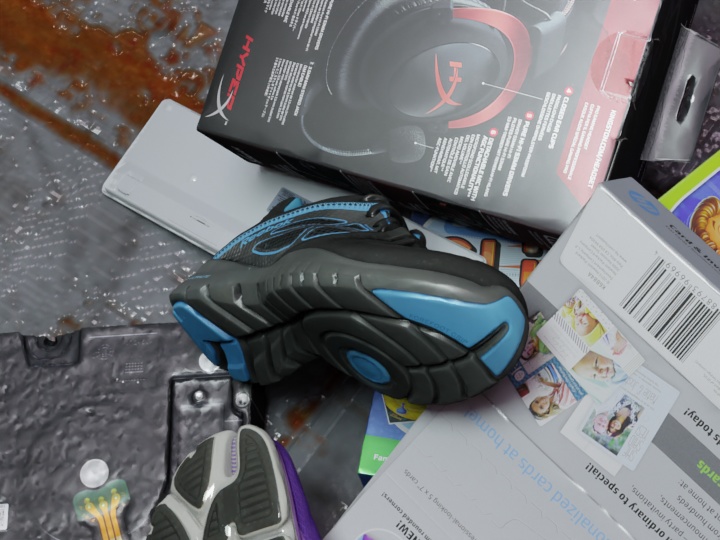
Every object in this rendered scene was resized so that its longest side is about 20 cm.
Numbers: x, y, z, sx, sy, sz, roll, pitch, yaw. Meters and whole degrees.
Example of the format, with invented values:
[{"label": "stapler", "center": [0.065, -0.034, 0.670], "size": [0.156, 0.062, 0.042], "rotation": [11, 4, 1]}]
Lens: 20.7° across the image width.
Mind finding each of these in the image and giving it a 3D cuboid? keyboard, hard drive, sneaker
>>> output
[{"label": "keyboard", "center": [-0.035, -0.021, 0.893], "size": [0.200, 0.011, 0.056], "rotation": [28, 73, 32]}, {"label": "hard drive", "center": [-0.111, 0.121, 0.848], "size": [0.139, 0.038, 0.200], "rotation": [-5, 64, 7]}, {"label": "sneaker", "center": [0.000, 0.000, 0.783], "size": [0.200, 0.073, 0.082], "rotation": [5, 49, 53]}, {"label": "sneaker", "center": [-0.024, 0.160, 0.783], "size": [0.081, 0.083, 0.200], "rotation": [-21, 82, 34]}]

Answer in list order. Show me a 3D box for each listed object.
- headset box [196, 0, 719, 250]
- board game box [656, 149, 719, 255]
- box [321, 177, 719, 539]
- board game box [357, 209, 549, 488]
[{"label": "headset box", "center": [0.051, -0.096, 0.839], "size": [0.200, 0.075, 0.149], "rotation": [16, 86, 18]}, {"label": "board game box", "center": [0.203, -0.006, 0.808], "size": [0.200, 0.045, 0.134], "rotation": [-38, 76, -17]}, {"label": "box", "center": [0.095, 0.090, 0.760], "size": [0.156, 0.041, 0.200], "rotation": [43, 113, 17]}, {"label": "board game box", "center": [0.110, 0.044, 0.847], "size": [0.200, 0.034, 0.136], "rotation": [7, 67, 12]}]
